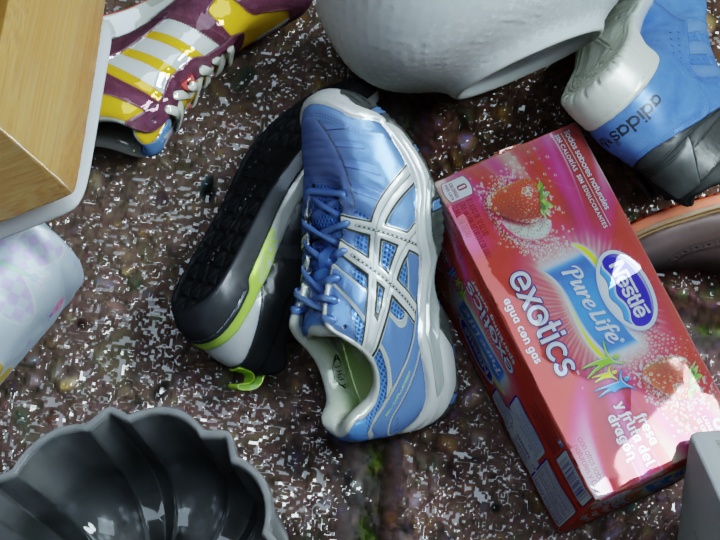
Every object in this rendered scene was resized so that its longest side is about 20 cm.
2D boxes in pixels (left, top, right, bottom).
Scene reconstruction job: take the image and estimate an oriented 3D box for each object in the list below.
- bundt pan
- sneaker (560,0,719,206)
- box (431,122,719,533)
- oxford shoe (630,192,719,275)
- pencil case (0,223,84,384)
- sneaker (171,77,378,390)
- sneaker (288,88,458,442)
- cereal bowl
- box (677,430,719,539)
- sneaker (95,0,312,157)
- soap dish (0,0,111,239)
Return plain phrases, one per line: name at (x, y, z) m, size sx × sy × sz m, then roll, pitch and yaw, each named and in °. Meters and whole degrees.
bundt pan at (-0.119, 0.177, 0.990) m, size 0.201 × 0.076 × 0.203 m, roll -11°, pitch 57°, yaw 18°
sneaker at (0.187, -0.109, 1.117) m, size 0.111 × 0.077 × 0.200 m, roll 45°, pitch 30°, yaw -11°
box at (0.116, 0.034, 1.071) m, size 0.095 × 0.100 × 0.201 m, roll -23°, pitch 75°, yaw -13°
oxford shoe at (0.240, -0.011, 1.115) m, size 0.199 × 0.071 × 0.073 m, roll -7°, pitch 85°, yaw -2°
pencil case at (-0.242, 0.043, 1.047) m, size 0.091 × 0.083 × 0.200 m, roll 37°, pitch 73°, yaw 4°
sneaker at (-0.037, -0.020, 1.107) m, size 0.083 × 0.072 × 0.200 m, roll 43°, pitch 66°, yaw -26°
sneaker at (0.000, 0.000, 1.042) m, size 0.077 × 0.076 × 0.201 m, roll -23°, pitch 103°, yaw -43°
cereal bowl at (0.078, -0.154, 1.084) m, size 0.199 × 0.200 × 0.084 m, roll -23°, pitch 87°, yaw -11°
box at (0.274, 0.170, 0.998) m, size 0.199 × 0.153 × 0.106 m, roll -3°, pitch 30°, yaw -5°
sneaker at (-0.112, -0.114, 1.117) m, size 0.199 × 0.075 × 0.090 m, roll -21°, pitch 73°, yaw -2°
soap dish at (-0.236, -0.082, 1.029) m, size 0.199 × 0.081 × 0.158 m, roll -18°, pitch 47°, yaw 24°
